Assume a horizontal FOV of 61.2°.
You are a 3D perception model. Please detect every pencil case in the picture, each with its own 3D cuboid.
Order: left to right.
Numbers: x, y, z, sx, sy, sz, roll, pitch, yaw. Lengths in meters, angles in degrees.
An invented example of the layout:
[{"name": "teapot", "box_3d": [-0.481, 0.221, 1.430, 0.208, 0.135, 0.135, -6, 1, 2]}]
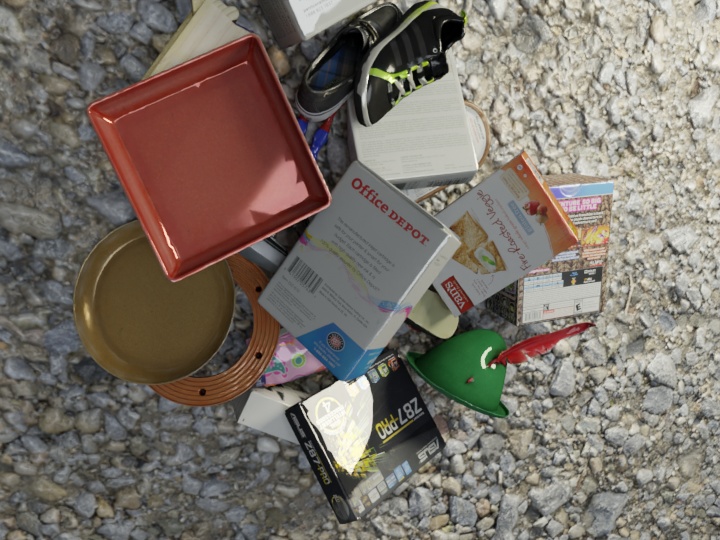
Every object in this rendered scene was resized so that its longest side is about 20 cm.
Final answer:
[{"name": "pencil case", "box_3d": [-0.059, 0.093, 0.839, 0.196, 0.087, 0.089, -14, 108, -16]}]

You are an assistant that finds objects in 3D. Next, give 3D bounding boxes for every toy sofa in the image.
[{"name": "toy sofa", "box_3d": [-0.212, -0.222, 0.703, 0.097, 0.083, 0.201, 37, 90, -20]}]

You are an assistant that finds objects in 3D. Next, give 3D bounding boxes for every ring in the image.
[{"name": "ring", "box_3d": [-0.199, 0.069, 0.775, 0.196, 0.019, 0.205, 0, 79, 0]}]

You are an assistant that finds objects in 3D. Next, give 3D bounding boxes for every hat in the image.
[{"name": "hat", "box_3d": [0.186, 0.094, 0.879, 0.198, 0.165, 0.178, 22, 100, -40]}]

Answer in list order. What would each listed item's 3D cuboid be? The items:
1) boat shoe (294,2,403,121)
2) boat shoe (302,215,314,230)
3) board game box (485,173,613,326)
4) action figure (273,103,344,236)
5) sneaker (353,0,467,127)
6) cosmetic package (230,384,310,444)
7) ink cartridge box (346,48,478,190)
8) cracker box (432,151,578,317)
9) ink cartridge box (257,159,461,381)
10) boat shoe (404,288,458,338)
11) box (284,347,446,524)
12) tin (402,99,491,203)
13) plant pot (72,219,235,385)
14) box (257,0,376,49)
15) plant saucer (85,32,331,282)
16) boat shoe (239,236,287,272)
[{"name": "boat shoe", "box_3d": [-0.009, -0.270, 0.748, 0.070, 0.066, 0.200, 42, 73, 4]}, {"name": "boat shoe", "box_3d": [-0.048, 0.008, 0.798, 0.067, 0.074, 0.203, -24, 78, 11]}, {"name": "board game box", "box_3d": [0.281, -0.035, 0.919, 0.156, 0.097, 0.204, -6, 106, -18]}, {"name": "action figure", "box_3d": [-0.085, -0.133, 0.789, 0.064, 0.052, 0.203, 22, 98, -8]}, {"name": "sneaker", "box_3d": [0.066, -0.255, 0.740, 0.202, 0.082, 0.072, -57, 153, -16]}, {"name": "cosmetic package", "box_3d": [-0.082, 0.207, 0.862, 0.198, 0.082, 0.051, 27, 95, -24]}, {"name": "ink cartridge box", "box_3d": [0.057, -0.207, 0.802, 0.157, 0.047, 0.204, -7, 76, -11]}, {"name": "cracker box", "box_3d": [0.175, -0.046, 0.830, 0.199, 0.058, 0.135, -35, 91, 26]}, {"name": "ink cartridge box", "box_3d": [0.000, 0.000, 0.699, 0.144, 0.084, 0.201, 39, 100, 18]}, {"name": "boat shoe", "box_3d": [0.058, 0.028, 0.871, 0.201, 0.063, 0.074, 41, 74, -28]}, {"name": "box", "box_3d": [0.012, 0.218, 0.835, 0.198, 0.049, 0.163, -21, 81, -44]}, {"name": "tin", "box_3d": [0.094, -0.165, 0.853, 0.198, 0.042, 0.114, -29, 107, -10]}, {"name": "plant pot", "box_3d": [-0.251, 0.037, 0.751, 0.195, 0.027, 0.205, 0, 84, -3]}, {"name": "box", "box_3d": [-0.042, -0.394, 0.694, 0.197, 0.131, 0.202, -31, 112, -9]}, {"name": "plant saucer", "box_3d": [-0.159, -0.121, 0.661, 0.197, 0.037, 0.203, -26, 97, -9]}, {"name": "boat shoe", "box_3d": [-0.157, -0.075, 0.749, 0.198, 0.074, 0.069, 37, 74, 0]}]
